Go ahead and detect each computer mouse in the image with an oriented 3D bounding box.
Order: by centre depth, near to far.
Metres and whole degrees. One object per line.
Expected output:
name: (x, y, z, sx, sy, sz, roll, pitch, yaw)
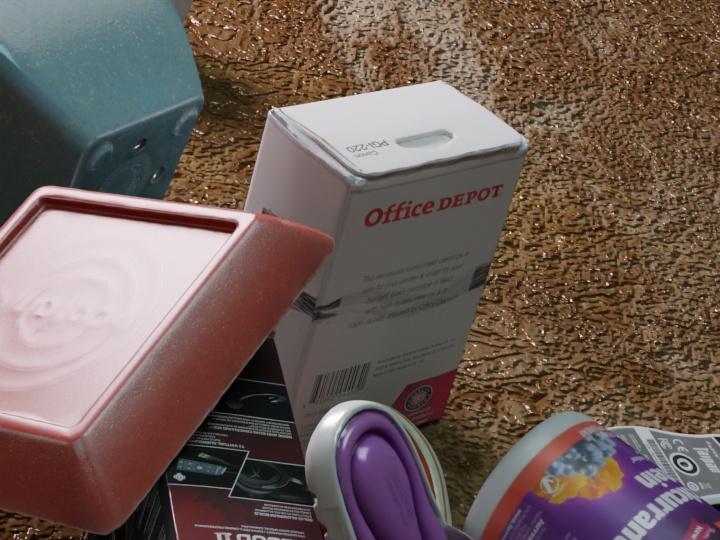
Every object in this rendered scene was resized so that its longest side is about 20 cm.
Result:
computer mouse: (0.213, 0.133, 1.331, 0.199, 0.044, 0.110, 6, 37, -30)

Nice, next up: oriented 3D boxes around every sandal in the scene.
sandal: (0.039, 0.149, 0.988, 0.050, 0.203, 0.083, -10, 30, 44)

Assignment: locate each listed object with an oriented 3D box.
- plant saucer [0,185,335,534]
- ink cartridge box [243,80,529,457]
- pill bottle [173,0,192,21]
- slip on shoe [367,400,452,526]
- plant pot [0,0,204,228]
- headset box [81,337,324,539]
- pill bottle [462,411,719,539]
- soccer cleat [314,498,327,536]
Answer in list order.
plant saucer: (-0.142, 0.028, 1.071, 0.199, 0.037, 0.200, 8, 48, 38)
ink cartridge box: (0.000, 0.000, 1.273, 0.145, 0.201, 0.085, -14, 43, -42)
pill bottle: (-0.226, -0.238, 1.618, 0.199, 0.114, 0.114, 24, 31, 10)
slip on shoe: (0.008, 0.141, 1.176, 0.061, 0.074, 0.200, 23, 32, -26)
plant pot: (-0.216, -0.107, 1.354, 0.200, 0.197, 0.196, 39, 36, 18)
headset box: (-0.078, 0.145, 1.053, 0.077, 0.149, 0.200, 8, 33, -16)
pill bottle: (0.160, 0.173, 1.168, 0.200, 0.112, 0.111, 36, 35, 27)
soccer cleat: (0.044, 0.176, 1.074, 0.200, 0.069, 0.085, 47, 57, -8)
